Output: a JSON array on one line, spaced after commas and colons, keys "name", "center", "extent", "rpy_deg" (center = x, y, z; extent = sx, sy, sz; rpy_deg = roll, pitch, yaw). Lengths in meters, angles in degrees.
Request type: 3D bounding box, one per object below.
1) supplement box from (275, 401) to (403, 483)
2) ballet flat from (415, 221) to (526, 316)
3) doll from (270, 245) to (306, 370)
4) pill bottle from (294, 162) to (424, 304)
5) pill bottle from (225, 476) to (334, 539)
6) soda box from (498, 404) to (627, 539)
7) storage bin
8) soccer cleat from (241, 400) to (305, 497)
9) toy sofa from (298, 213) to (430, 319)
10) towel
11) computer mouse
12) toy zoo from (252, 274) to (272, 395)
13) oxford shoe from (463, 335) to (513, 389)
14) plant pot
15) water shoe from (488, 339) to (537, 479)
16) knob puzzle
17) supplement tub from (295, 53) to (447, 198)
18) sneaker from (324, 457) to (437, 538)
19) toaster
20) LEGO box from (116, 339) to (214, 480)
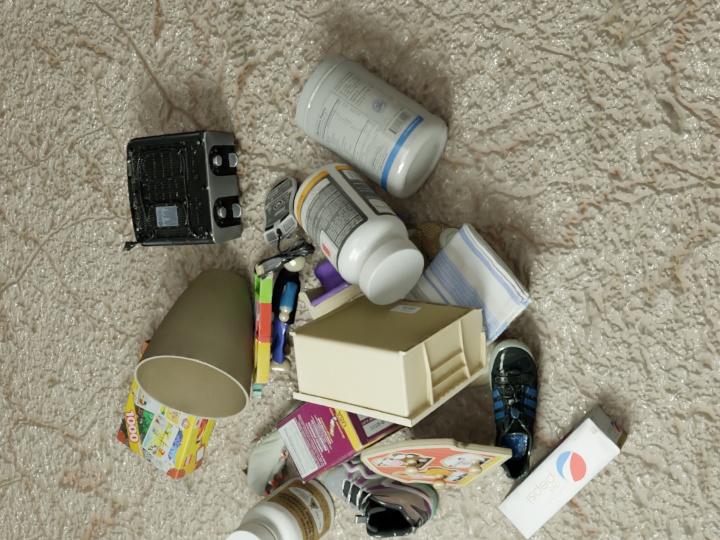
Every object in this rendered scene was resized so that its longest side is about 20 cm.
[{"name": "supplement box", "center": [-0.020, 0.226, 1.284], "extent": [0.105, 0.129, 0.200], "rpy_deg": [61, 142, 11]}, {"name": "ballet flat", "center": [0.165, -0.015, 1.231], "extent": [0.199, 0.071, 0.066], "rpy_deg": [40, 151, 9]}, {"name": "doll", "center": [-0.121, 0.052, 1.365], "extent": [0.047, 0.137, 0.204], "rpy_deg": [5, 118, -10]}, {"name": "pill bottle", "center": [-0.003, -0.052, 1.198], "extent": [0.118, 0.115, 0.201], "rpy_deg": [-57, 50, 22]}, {"name": "pill bottle", "center": [-0.131, 0.421, 1.370], "extent": [0.112, 0.199, 0.117], "rpy_deg": [4, 100, 24]}, {"name": "soda box", "center": [0.288, 0.288, 1.216], "extent": [0.064, 0.068, 0.201], "rpy_deg": [44, 113, 14]}, {"name": "storage bin", "center": [0.040, 0.108, 1.144], "extent": [0.197, 0.197, 0.096], "rpy_deg": [5, 109, 39]}, {"name": "soccer cleat", "center": [-0.147, 0.293, 1.436], "extent": [0.077, 0.069, 0.203], "rpy_deg": [34, 114, 21]}, {"name": "toy sofa", "center": [0.000, 0.000, 1.310], "extent": [0.198, 0.082, 0.099], "rpy_deg": [-31, 84, 26]}, {"name": "towel", "center": [0.134, 0.052, 1.200], "extent": [0.148, 0.024, 0.201], "rpy_deg": [52, 120, 22]}, {"name": "computer mouse", "center": [-0.114, -0.070, 1.329], "extent": [0.109, 0.202, 0.044], "rpy_deg": [-32, 126, 25]}, {"name": "toy zoo", "center": [-0.161, 0.100, 1.376], "extent": [0.020, 0.131, 0.205], "rpy_deg": [2, 92, -11]}, {"name": "oxford shoe", "center": [0.143, 0.150, 1.264], "extent": [0.197, 0.074, 0.072], "rpy_deg": [-23, 85, 26]}, {"name": "plant pot", "center": [-0.246, 0.104, 1.378], "extent": [0.184, 0.188, 0.203], "rpy_deg": [-10, 49, 27]}, {"name": "water shoe", "center": [0.224, 0.199, 1.211], "extent": [0.070, 0.079, 0.205], "rpy_deg": [-6, 110, 2]}, {"name": "knob puzzle", "center": [0.094, 0.284, 1.219], "extent": [0.215, 0.219, 0.031], "rpy_deg": [-13, 58, 27]}, {"name": "supplement tub", "center": [0.017, -0.210, 1.244], "extent": [0.199, 0.131, 0.134], "rpy_deg": [37, 111, 18]}, {"name": "sneaker", "center": [0.010, 0.359, 1.324], "extent": [0.196, 0.139, 0.080], "rpy_deg": [7, 101, 24]}, {"name": "toaster", "center": [-0.296, -0.132, 1.418], "extent": [0.196, 0.118, 0.186], "rpy_deg": [-2, 96, 26]}, {"name": "LEGO box", "center": [-0.334, 0.240, 1.514], "extent": [0.147, 0.077, 0.204], "rpy_deg": [26, 108, 21]}]
